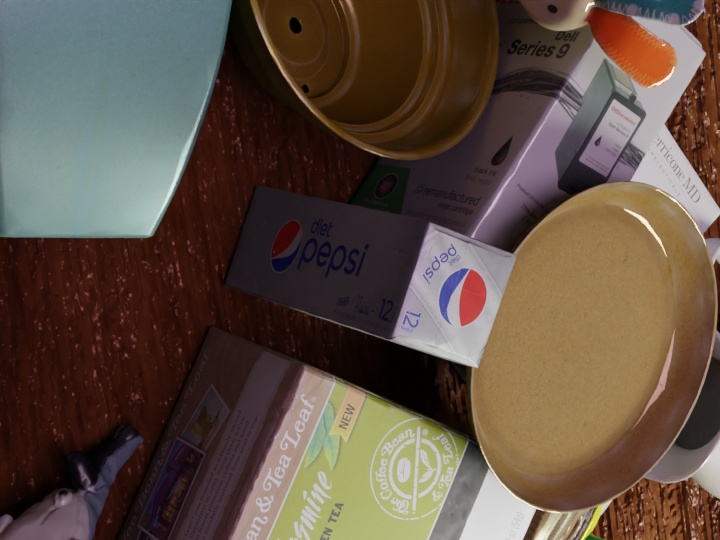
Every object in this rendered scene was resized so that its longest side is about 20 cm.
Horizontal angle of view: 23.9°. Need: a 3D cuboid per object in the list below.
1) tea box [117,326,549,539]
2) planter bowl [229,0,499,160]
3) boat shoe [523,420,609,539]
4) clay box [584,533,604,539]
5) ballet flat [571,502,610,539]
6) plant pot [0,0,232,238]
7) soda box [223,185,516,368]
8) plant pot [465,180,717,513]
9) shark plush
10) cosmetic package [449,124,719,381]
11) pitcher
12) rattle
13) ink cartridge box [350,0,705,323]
[{"bbox_3d":[-0.027,0.168,1.029,0.197,0.134,0.200,25,86,-30],"label":"tea box"},{"bbox_3d":[-0.016,-0.153,0.994,0.200,0.083,0.201,12,72,-41],"label":"planter bowl"},{"bbox_3d":[0.116,0.160,1.113,0.064,0.071,0.200,2,132,-38],"label":"boat shoe"},{"bbox_3d":[0.164,0.298,1.218,0.115,0.048,0.200,-37,114,-20],"label":"clay box"},{"bbox_3d":[0.156,0.128,1.178,0.067,0.067,0.200,22,85,-50],"label":"ballet flat"},{"bbox_3d":[-0.158,-0.123,0.900,0.141,0.141,0.200,0,103,-31],"label":"plant pot"},{"bbox_3d":[0.000,0.000,0.977,0.063,0.200,0.068,20,87,-32],"label":"soda box"},{"bbox_3d":[0.133,0.043,1.001,0.200,0.027,0.200,-12,110,-35],"label":"plant pot"},{"bbox_3d":[-0.193,0.171,0.978,0.091,0.083,0.200,12,60,7],"label":"shark plush"},{"bbox_3d":[0.137,-0.008,1.135,0.200,0.071,0.101,-48,118,-16],"label":"cosmetic package"},{"bbox_3d":[0.269,0.077,1.188,0.200,0.121,0.172,20,81,-48],"label":"pitcher"},{"bbox_3d":[0.080,-0.180,0.928,0.143,0.130,0.200,-12,73,-55],"label":"rattle"},{"bbox_3d":[0.098,-0.082,1.055,0.084,0.146,0.200,38,78,-30],"label":"ink cartridge box"}]
